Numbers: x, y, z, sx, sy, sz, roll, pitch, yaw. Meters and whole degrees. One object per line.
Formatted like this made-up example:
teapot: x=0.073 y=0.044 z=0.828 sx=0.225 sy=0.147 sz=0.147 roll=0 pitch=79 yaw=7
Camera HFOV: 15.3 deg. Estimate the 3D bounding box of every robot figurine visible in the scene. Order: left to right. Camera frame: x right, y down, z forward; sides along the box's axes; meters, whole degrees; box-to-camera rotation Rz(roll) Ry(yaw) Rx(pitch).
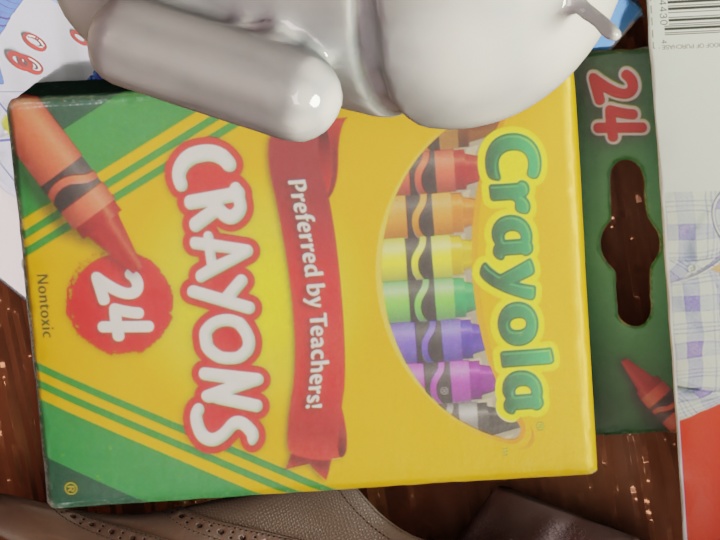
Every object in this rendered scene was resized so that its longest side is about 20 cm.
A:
robot figurine: x=-0.009 y=-0.104 z=0.748 sx=0.200 sy=0.170 sz=0.113 roll=15 pitch=146 yaw=21

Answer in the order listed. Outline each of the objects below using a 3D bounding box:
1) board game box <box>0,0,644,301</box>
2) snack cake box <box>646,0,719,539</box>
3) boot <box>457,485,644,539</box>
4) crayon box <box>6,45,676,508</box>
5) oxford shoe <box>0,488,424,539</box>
board game box: x=-0.048 y=-0.072 z=0.857 sx=0.200 sy=0.056 sz=0.196 roll=38 pitch=101 yaw=-4
snack cake box: x=0.151 y=-0.012 z=0.797 sx=0.115 sy=0.067 sz=0.200 roll=-1 pitch=102 yaw=17
boot: x=-0.004 y=0.132 z=0.894 sx=0.186 sy=0.064 sz=0.200 roll=41 pitch=97 yaw=-5
crayon box: x=0.000 y=0.000 z=0.814 sx=0.200 sy=0.051 sz=0.127 roll=-5 pitch=100 yaw=3
oxford shoe: x=-0.037 y=0.097 z=0.850 sx=0.200 sy=0.071 sz=0.073 roll=16 pitch=67 yaw=3
